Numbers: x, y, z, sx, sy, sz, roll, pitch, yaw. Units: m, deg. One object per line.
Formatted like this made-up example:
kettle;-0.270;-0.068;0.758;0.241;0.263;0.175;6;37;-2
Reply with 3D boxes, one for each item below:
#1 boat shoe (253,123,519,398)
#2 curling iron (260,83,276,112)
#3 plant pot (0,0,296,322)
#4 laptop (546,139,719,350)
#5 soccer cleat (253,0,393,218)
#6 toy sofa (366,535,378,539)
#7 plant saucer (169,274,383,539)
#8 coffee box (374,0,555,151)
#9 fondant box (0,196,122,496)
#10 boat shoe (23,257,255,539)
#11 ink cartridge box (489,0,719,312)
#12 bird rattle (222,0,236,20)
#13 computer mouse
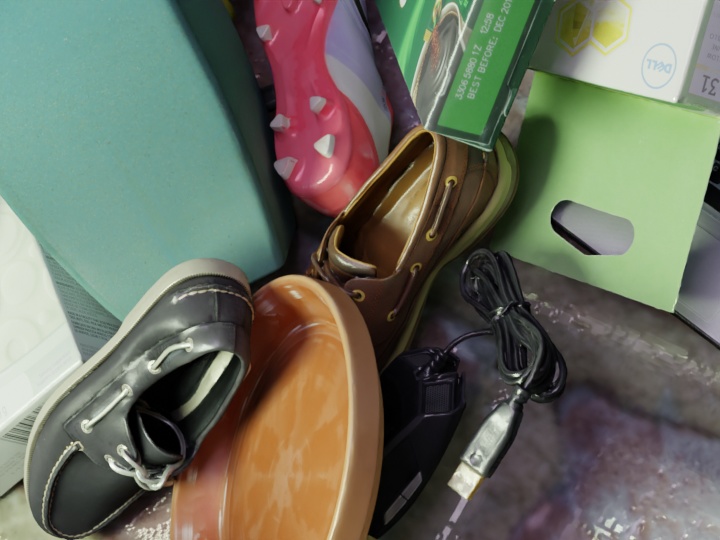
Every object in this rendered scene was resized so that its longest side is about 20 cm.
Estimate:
boat shoe;0.001;0.000;1.249;0.072;0.067;0.201;45;108;31
curling iron;-0.123;-0.062;1.365;0.199;0.026;0.050;-25;60;13
plant pot;-0.124;-0.077;1.274;0.141;0.141;0.201;-27;102;10
laptop;0.209;-0.073;1.182;0.187;0.116;0.200;39;84;30
soccer cleat;-0.016;-0.117;1.323;0.066;0.076;0.201;-22;55;27
toy sofa;0.091;0.186;1.147;0.199;0.083;0.098;0;74;22
plant saucer;-0.040;0.103;1.192;0.200;0.032;0.201;-38;45;51
coffee box;0.055;-0.159;1.236;0.200;0.044;0.124;-104;33;-60
fondant box;-0.219;0.016;1.337;0.144;0.058;0.201;-38;58;22
boat shoe;-0.118;0.082;1.240;0.200;0.072;0.063;-53;36;30
ink cartridge box;0.124;-0.095;1.208;0.145;0.048;0.201;21;96;49
bird rattle;-0.138;-0.234;1.374;0.199;0.163;0.113;20;59;18
computer mouse;0.034;0.094;1.194;0.200;0.046;0.141;-50;26;9
